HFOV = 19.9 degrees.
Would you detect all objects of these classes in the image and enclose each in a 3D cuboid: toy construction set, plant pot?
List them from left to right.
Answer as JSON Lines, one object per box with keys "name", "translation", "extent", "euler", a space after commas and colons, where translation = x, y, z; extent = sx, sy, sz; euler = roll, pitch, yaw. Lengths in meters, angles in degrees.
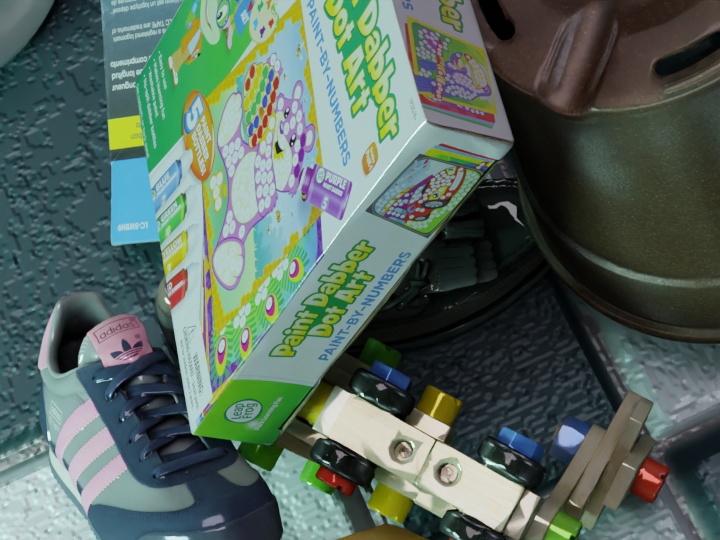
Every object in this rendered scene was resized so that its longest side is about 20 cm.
{"name": "toy construction set", "translation": [0.033, 0.078, 0.894], "extent": [0.198, 0.131, 0.093], "euler": [13, 83, 10]}
{"name": "plant pot", "translation": [0.132, -0.095, 0.855], "extent": [0.199, 0.198, 0.202], "euler": [-8, 67, 20]}

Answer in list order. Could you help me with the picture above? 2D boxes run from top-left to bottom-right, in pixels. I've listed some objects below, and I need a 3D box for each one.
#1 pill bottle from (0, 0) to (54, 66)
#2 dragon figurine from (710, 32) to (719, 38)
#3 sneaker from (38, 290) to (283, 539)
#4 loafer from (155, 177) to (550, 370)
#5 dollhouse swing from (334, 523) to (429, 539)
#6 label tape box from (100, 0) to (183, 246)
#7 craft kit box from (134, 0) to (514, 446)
{"name": "pill bottle", "translation": [-0.264, -0.188, 1.080], "extent": [0.199, 0.114, 0.114], "euler": [24, 69, 20]}
{"name": "dragon figurine", "translation": [0.205, -0.075, 0.971], "extent": [0.099, 0.059, 0.201], "euler": [2, 63, 11]}
{"name": "sneaker", "translation": [-0.096, 0.066, 0.883], "extent": [0.070, 0.083, 0.200], "euler": [-15, 19, -26]}
{"name": "loafer", "translation": [0.000, 0.000, 0.966], "extent": [0.199, 0.063, 0.072], "euler": [-19, 62, -1]}
{"name": "dollhouse swing", "translation": [-0.033, 0.232, 0.870], "extent": [0.182, 0.175, 0.200], "euler": [-52, 59, 29]}
{"name": "label tape box", "translation": [-0.055, -0.116, 0.994], "extent": [0.143, 0.063, 0.202], "euler": [-3, 89, 38]}
{"name": "craft kit box", "translation": [-0.025, -0.066, 0.838], "extent": [0.048, 0.198, 0.201], "euler": [13, 45, -31]}
